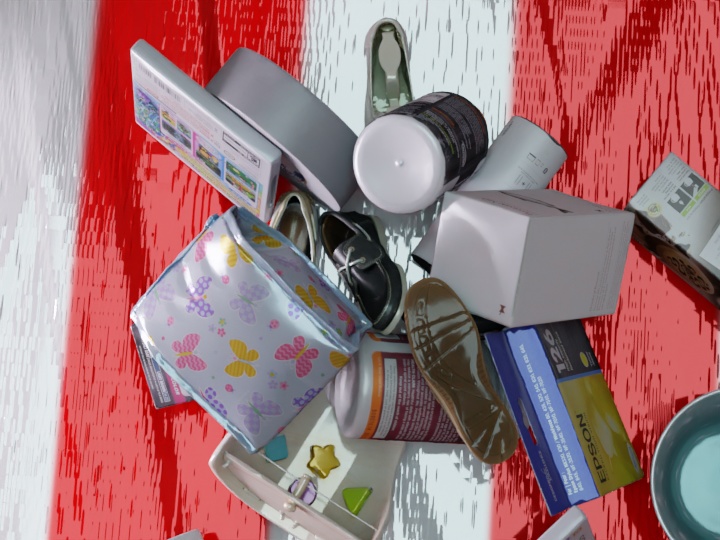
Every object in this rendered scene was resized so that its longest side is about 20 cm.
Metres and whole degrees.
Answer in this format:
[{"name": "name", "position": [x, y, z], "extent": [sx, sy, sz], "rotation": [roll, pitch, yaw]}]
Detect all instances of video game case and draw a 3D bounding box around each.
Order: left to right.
[{"name": "video game case", "position": [-0.172, -0.149, 1.677], "extent": [0.199, 0.182, 0.024], "rotation": [39, 71, 7]}, {"name": "video game case", "position": [0.167, 0.338, 1.589], "extent": [0.200, 0.182, 0.022], "rotation": [-42, 66, -5]}]

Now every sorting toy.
[{"name": "sorting toy", "position": [-0.036, 0.200, 1.665], "extent": [0.199, 0.107, 0.181], "rotation": [32, 71, 5]}]

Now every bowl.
[{"name": "bowl", "position": [0.403, 0.229, 1.634], "extent": [0.198, 0.105, 0.203], "rotation": [0, 81, 1]}]

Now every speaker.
[{"name": "speaker", "position": [0.143, -0.071, 1.703], "extent": [0.081, 0.081, 0.201], "rotation": [36, 84, 7]}]

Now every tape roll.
[{"name": "tape roll", "position": [-0.079, -0.154, 1.664], "extent": [0.200, 0.200, 0.066], "rotation": [39, 85, 7]}]

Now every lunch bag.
[{"name": "lunch bag", "position": [-0.114, 0.052, 1.558], "extent": [0.200, 0.127, 0.170], "rotation": [42, 107, -3]}]

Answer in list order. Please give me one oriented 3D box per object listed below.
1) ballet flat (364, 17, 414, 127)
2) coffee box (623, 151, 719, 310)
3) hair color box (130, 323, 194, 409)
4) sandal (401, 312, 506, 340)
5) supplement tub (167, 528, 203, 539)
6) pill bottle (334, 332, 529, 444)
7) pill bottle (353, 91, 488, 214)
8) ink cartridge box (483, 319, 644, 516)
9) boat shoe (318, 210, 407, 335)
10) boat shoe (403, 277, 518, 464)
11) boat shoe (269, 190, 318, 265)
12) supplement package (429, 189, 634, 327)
[{"name": "ballet flat", "position": [0.035, -0.195, 1.735], "extent": [0.069, 0.069, 0.202], "rotation": [-6, 81, 1]}, {"name": "coffee box", "position": [0.386, -0.027, 1.671], "extent": [0.200, 0.113, 0.080], "rotation": [40, 84, 8]}, {"name": "hair color box", "position": [-0.142, 0.077, 1.665], "extent": [0.198, 0.061, 0.101], "rotation": [-15, 98, 15]}, {"name": "sandal", "position": [0.127, 0.054, 1.647], "extent": [0.076, 0.199, 0.043], "rotation": [38, 120, 43]}, {"name": "supplement tub", "position": [-0.189, 0.392, 1.611], "extent": [0.143, 0.145, 0.202], "rotation": [-24, 81, -2]}, {"name": "pill bottle", "position": [0.080, 0.129, 1.639], "extent": [0.198, 0.114, 0.116], "rotation": [5, 81, -15]}, {"name": "pill bottle", "position": [0.075, -0.134, 1.637], "extent": [0.105, 0.200, 0.107], "rotation": [7, 108, 22]}, {"name": "ink cartridge box", "position": [0.219, 0.146, 1.611], "extent": [0.047, 0.200, 0.200], "rotation": [-24, 81, 24]}, {"name": "boat shoe", "position": [0.000, 0.000, 1.649], "extent": [0.067, 0.201, 0.072], "rotation": [20, 116, -27]}, {"name": "boat shoe", "position": [0.095, 0.104, 1.555], "extent": [0.071, 0.065, 0.202], "rotation": [-22, 90, -8]}, {"name": "boat shoe", "position": [-0.086, 0.009, 1.705], "extent": [0.074, 0.068, 0.202], "rotation": [2, 81, 3]}, {"name": "supplement package", "position": [0.182, -0.017, 1.608], "extent": [0.116, 0.199, 0.119], "rotation": [21, 107, 39]}]
